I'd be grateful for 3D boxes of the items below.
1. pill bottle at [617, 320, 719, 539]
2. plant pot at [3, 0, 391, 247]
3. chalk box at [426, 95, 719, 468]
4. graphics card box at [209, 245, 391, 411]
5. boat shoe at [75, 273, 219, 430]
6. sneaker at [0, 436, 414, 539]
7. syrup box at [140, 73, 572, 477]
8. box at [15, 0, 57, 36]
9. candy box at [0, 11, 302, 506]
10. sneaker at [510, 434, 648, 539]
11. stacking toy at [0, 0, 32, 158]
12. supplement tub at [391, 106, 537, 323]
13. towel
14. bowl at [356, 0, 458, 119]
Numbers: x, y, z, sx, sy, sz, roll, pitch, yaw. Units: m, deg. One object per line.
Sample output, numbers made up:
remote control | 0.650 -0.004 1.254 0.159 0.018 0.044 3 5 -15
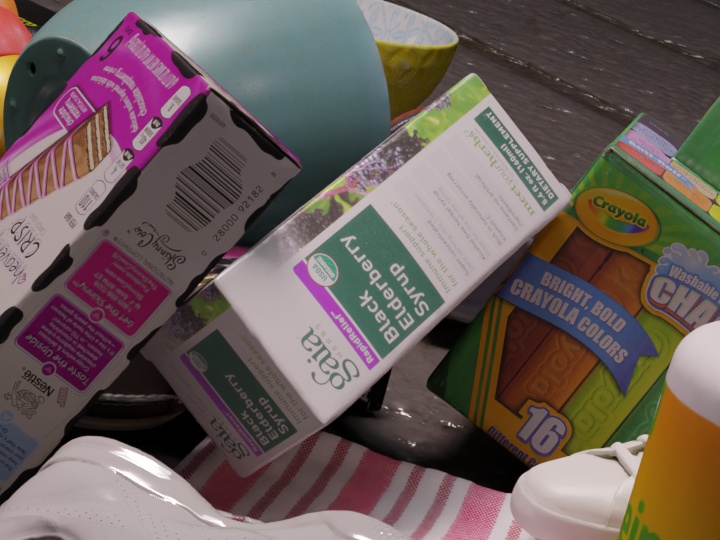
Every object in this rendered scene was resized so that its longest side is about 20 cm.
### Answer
pill bottle | 0.168 0.087 0.857 0.111 0.200 0.111 13 16 -4
plant pot | -0.108 -0.084 1.233 0.161 0.201 0.200 -16 33 -42
chalk box | 0.148 0.006 1.064 0.125 0.200 0.124 37 20 5
graphics card box | -0.094 0.024 1.117 0.200 0.051 0.125 7 18 -27
boat shoe | -0.066 0.033 1.022 0.200 0.072 0.059 -5 -11 -29
sneaker | -0.054 0.129 0.796 0.200 0.075 0.088 15 28 23
syrup box | 0.000 0.000 0.963 0.079 0.081 0.200 52 50 -2
box | -0.286 -0.171 1.615 0.193 0.048 0.200 30 22 37
candy box | -0.130 -0.008 0.928 0.061 0.200 0.136 40 2 -28
sneaker | 0.164 0.079 0.962 0.199 0.085 0.073 -3 23 -15
stacking toy | -0.243 -0.104 1.348 0.146 0.146 0.200 -5 43 -49
supplement tub | 0.060 -0.032 1.334 0.107 0.107 0.200 11 16 -11
towel | 0.012 0.111 0.953 0.200 0.030 0.146 16 16 9
bowl | -0.030 -0.156 1.669 0.200 0.108 0.200 13 17 -4
